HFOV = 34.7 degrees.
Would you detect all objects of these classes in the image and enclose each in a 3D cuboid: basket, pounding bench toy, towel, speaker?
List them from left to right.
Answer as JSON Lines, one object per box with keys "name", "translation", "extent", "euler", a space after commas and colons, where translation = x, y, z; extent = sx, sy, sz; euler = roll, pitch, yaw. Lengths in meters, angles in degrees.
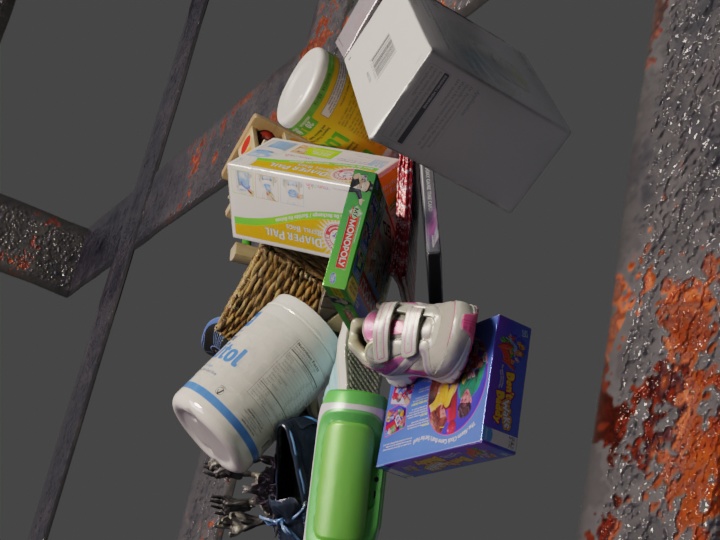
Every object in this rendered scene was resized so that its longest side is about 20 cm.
{"name": "pounding bench toy", "translation": [-0.162, -0.125, 1.892], "extent": [0.201, 0.123, 0.157], "euler": [-56, 26, 24]}
{"name": "basket", "translation": [-0.092, 0.019, 1.619], "extent": [0.201, 0.141, 0.150], "euler": [-56, 5, 41]}
{"name": "speaker", "translation": [-0.015, 0.241, 1.304], "extent": [0.088, 0.087, 0.204], "euler": [-19, 61, 59]}
{"name": "towel", "translation": [0.056, -0.066, 1.392], "extent": [0.145, 0.022, 0.204], "euler": [67, -155, -71]}

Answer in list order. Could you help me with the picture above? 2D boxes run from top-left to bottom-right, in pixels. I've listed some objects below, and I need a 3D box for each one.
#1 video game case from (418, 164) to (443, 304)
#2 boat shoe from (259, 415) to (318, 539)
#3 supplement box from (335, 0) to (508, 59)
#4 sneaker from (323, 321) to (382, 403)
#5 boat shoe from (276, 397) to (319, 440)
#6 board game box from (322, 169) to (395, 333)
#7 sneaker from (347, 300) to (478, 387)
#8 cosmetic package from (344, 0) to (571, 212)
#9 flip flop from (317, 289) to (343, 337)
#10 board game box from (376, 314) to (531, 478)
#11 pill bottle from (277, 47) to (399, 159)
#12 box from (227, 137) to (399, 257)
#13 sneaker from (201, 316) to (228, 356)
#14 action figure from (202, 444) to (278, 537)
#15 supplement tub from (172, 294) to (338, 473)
{"name": "video game case", "translation": [0.082, -0.045, 1.348], "extent": [0.144, 0.019, 0.202], "euler": [83, -175, -48]}
{"name": "boat shoe", "translation": [-0.088, 0.282, 1.412], "extent": [0.083, 0.068, 0.204], "euler": [-13, 75, 43]}
{"name": "supplement box", "translation": [0.081, -0.271, 1.417], "extent": [0.110, 0.198, 0.061], "euler": [-58, 26, 19]}
{"name": "sneaker", "translation": [-0.016, 0.135, 1.432], "extent": [0.082, 0.073, 0.203], "euler": [-26, 46, 49]}
{"name": "boat shoe", "translation": [-0.085, 0.210, 1.520], "extent": [0.072, 0.065, 0.202], "euler": [-55, 28, 19]}
{"name": "board game box", "translation": [0.005, -0.010, 1.308], "extent": [0.200, 0.029, 0.137], "euler": [64, -143, -68]}
{"name": "sneaker", "translation": [0.049, 0.073, 1.218], "extent": [0.199, 0.087, 0.083], "euler": [-27, 45, 56]}
{"name": "cosmetic package", "translation": [0.106, -0.200, 1.306], "extent": [0.124, 0.198, 0.201], "euler": [-52, 28, 24]}
{"name": "flip flop", "translation": [0.000, 0.000, 1.517], "extent": [0.058, 0.080, 0.203], "euler": [124, 165, -65]}
{"name": "board game box", "translation": [0.096, 0.139, 1.228], "extent": [0.199, 0.044, 0.137], "euler": [-27, 46, 56]}
{"name": "pill bottle", "translation": [-0.001, -0.197, 1.519], "extent": [0.111, 0.198, 0.112], "euler": [-47, 28, 34]}
{"name": "box", "translation": [-0.057, -0.091, 1.460], "extent": [0.112, 0.197, 0.103], "euler": [-38, -47, -52]}
{"name": "sneaker", "translation": [-0.208, 0.119, 1.849], "extent": [0.199, 0.069, 0.079], "euler": [-28, 38, 54]}
{"name": "action figure", "translation": [-0.155, 0.297, 1.547], "extent": [0.199, 0.100, 0.121], "euler": [-19, 73, 60]}
{"name": "supplement tub", "translation": [-0.128, 0.142, 1.459], "extent": [0.200, 0.133, 0.131], "euler": [-45, 16, -24]}
